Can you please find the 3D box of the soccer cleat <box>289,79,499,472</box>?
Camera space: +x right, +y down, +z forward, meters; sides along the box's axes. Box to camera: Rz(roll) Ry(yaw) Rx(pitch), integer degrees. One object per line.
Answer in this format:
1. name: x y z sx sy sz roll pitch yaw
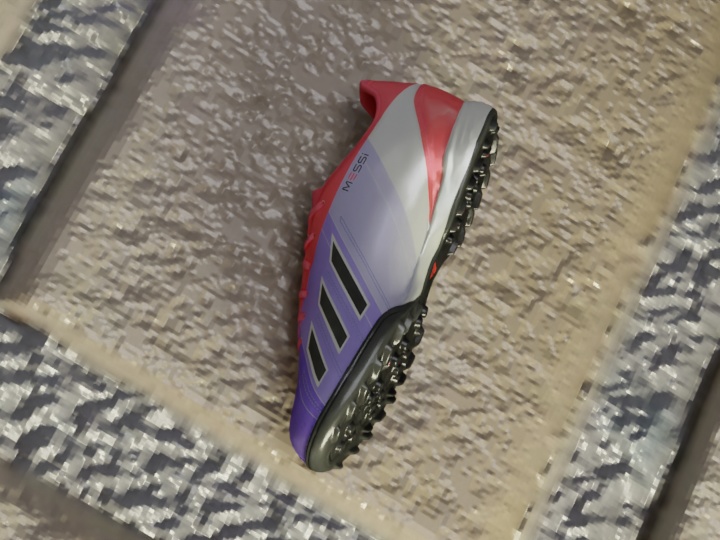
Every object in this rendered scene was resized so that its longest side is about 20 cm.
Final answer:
1. soccer cleat: 0.000 0.000 1.207 0.073 0.068 0.200 20 67 10
